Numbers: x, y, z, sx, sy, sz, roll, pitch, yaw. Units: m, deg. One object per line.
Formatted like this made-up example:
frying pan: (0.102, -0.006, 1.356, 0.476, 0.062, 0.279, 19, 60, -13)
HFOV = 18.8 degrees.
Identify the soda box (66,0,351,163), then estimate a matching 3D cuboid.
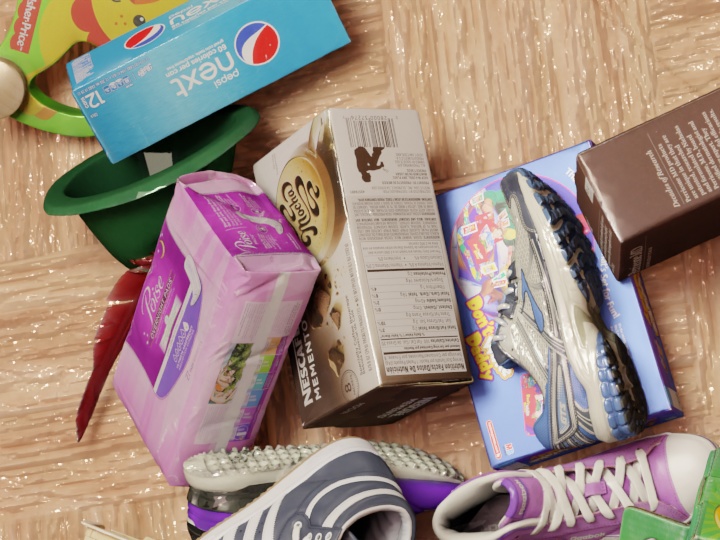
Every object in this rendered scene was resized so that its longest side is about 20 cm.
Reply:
soda box: (-0.113, -0.160, 1.602, 0.200, 0.064, 0.068, -27, 117, 1)

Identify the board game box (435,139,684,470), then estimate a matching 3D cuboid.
board game box: (0.132, 0.026, 1.523, 0.134, 0.045, 0.201, -19, 74, 16)

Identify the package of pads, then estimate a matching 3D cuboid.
package of pads: (-0.107, 0.042, 1.534, 0.121, 0.075, 0.200, 52, 132, 41)

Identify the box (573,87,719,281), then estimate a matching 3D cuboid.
box: (0.246, -0.075, 1.446, 0.199, 0.100, 0.075, -23, 73, 0)

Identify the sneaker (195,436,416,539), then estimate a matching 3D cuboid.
sneaker: (-0.049, 0.201, 1.424, 0.200, 0.070, 0.108, -42, 30, -3)

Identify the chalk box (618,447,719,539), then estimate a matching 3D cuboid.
chalk box: (0.258, 0.200, 1.366, 0.199, 0.124, 0.125, 10, 115, 12)

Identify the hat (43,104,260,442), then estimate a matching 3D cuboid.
hat: (-0.134, -0.007, 1.624, 0.199, 0.166, 0.176, -15, 109, 24)

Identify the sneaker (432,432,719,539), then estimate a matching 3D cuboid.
sneaker: (0.145, 0.156, 1.458, 0.200, 0.114, 0.073, -20, 72, 14)

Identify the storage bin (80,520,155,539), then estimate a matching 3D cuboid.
storage bin: (-0.145, 0.303, 1.545, 0.198, 0.094, 0.201, 19, 87, 22)

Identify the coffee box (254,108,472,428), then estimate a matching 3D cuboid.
coffee box: (0.000, 0.000, 1.524, 0.113, 0.080, 0.201, -31, 66, 54)

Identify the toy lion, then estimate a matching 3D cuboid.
toy lion: (-0.187, -0.193, 1.651, 0.191, 0.069, 0.201, 18, 107, -2)

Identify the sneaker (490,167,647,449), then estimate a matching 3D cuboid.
sneaker: (0.120, 0.028, 1.464, 0.085, 0.077, 0.201, -23, 73, 19)

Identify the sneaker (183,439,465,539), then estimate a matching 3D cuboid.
sneaker: (-0.026, 0.176, 1.523, 0.199, 0.070, 0.100, -1, 99, -10)
